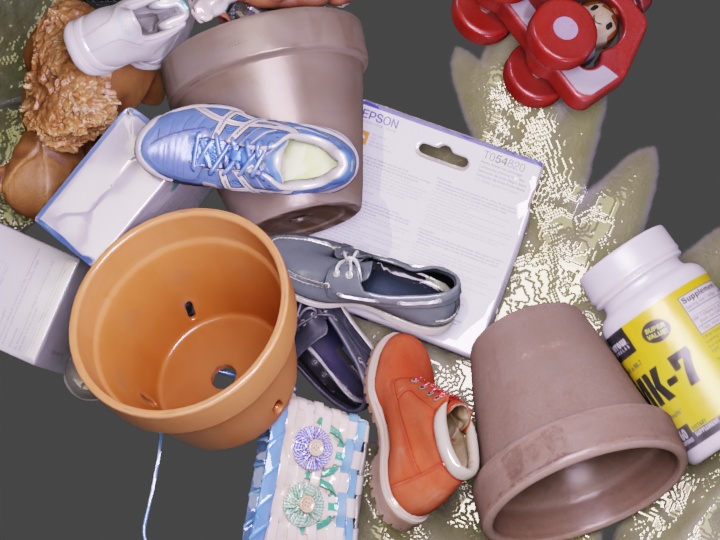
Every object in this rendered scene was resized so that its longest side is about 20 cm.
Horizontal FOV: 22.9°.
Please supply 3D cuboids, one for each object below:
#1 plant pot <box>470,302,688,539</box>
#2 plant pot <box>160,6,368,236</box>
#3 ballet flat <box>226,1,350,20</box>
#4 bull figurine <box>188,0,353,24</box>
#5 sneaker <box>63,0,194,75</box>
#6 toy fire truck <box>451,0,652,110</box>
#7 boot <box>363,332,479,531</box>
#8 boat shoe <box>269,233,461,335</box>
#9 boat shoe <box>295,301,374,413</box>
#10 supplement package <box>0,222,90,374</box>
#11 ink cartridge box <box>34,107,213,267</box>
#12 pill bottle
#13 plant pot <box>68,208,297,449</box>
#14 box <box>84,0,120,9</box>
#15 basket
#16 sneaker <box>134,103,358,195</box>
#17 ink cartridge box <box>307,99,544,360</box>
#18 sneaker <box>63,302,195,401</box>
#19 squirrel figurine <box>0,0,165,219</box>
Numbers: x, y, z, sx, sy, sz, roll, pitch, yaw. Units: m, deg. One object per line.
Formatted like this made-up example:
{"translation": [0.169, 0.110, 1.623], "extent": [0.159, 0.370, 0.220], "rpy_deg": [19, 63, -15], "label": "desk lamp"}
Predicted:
{"translation": [0.176, 0.131, 1.616], "extent": [0.198, 0.201, 0.176], "rpy_deg": [-21, 63, 2], "label": "plant pot"}
{"translation": [-0.073, -0.128, 1.655], "extent": [0.198, 0.200, 0.175], "rpy_deg": [-15, 78, 3], "label": "plant pot"}
{"translation": [-0.046, -0.274, 1.720], "extent": [0.072, 0.072, 0.200], "rpy_deg": [42, 55, 10], "label": "ballet flat"}
{"translation": [-0.061, -0.266, 1.604], "extent": [0.199, 0.121, 0.066], "rpy_deg": [-17, 96, -37], "label": "bull figurine"}
{"translation": [-0.186, -0.228, 1.626], "extent": [0.088, 0.200, 0.076], "rpy_deg": [-24, 99, 27], "label": "sneaker"}
{"translation": [0.195, -0.263, 1.711], "extent": [0.167, 0.112, 0.201], "rpy_deg": [-35, 80, -20], "label": "toy fire truck"}
{"translation": [0.062, 0.126, 1.611], "extent": [0.107, 0.075, 0.201], "rpy_deg": [-41, 40, 36], "label": "boot"}
{"translation": [0.000, 0.000, 1.640], "extent": [0.198, 0.062, 0.073], "rpy_deg": [18, 54, -3], "label": "boat shoe"}
{"translation": [-0.050, 0.055, 1.676], "extent": [0.074, 0.062, 0.200], "rpy_deg": [-40, 93, 29], "label": "boat shoe"}
{"translation": [-0.364, 0.007, 1.710], "extent": [0.198, 0.114, 0.110], "rpy_deg": [23, 85, 8], "label": "supplement package"}
{"translation": [-0.213, -0.061, 1.662], "extent": [0.076, 0.200, 0.137], "rpy_deg": [40, 87, 9], "label": "ink cartridge box"}
{"translation": [0.296, 0.067, 1.639], "extent": [0.114, 0.114, 0.201], "rpy_deg": [-33, 79, -1], "label": "pill bottle"}
{"translation": [-0.138, 0.066, 1.560], "extent": [0.198, 0.140, 0.202], "rpy_deg": [-8, 59, 13], "label": "plant pot"}
{"translation": [-0.187, -0.337, 1.705], "extent": [0.198, 0.197, 0.125], "rpy_deg": [-2, 81, 6], "label": "box"}
{"translation": [-0.095, 0.183, 1.644], "extent": [0.198, 0.139, 0.178], "rpy_deg": [7, 81, -2], "label": "basket"}
{"translation": [-0.097, -0.105, 1.535], "extent": [0.198, 0.077, 0.077], "rpy_deg": [2, 95, -6], "label": "sneaker"}
{"translation": [0.056, -0.039, 1.713], "extent": [0.198, 0.041, 0.202], "rpy_deg": [21, 84, 10], "label": "ink cartridge box"}
{"translation": [-0.204, 0.051, 1.704], "extent": [0.199, 0.082, 0.075], "rpy_deg": [-35, 80, -1], "label": "sneaker"}
{"translation": [-0.286, -0.148, 1.682], "extent": [0.140, 0.200, 0.188], "rpy_deg": [24, 72, 2], "label": "squirrel figurine"}
